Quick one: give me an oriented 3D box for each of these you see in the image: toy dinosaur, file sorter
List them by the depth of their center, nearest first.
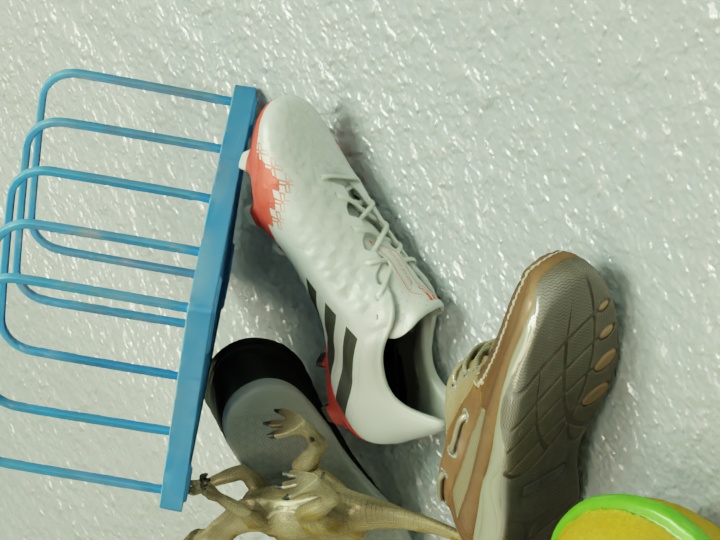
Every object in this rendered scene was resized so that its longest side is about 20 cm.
[{"bbox_3d":[-0.022,0.125,1.321,0.200,0.058,0.101,-4,141,21],"label":"toy dinosaur"},{"bbox_3d":[-0.133,0.004,1.325,0.122,0.200,0.139,9,128,-2],"label":"file sorter"}]

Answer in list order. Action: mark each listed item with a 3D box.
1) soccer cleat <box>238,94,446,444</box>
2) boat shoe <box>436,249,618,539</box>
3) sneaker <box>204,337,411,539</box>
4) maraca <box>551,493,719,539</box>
[{"bbox_3d":[0.000,0.000,1.301,0.085,0.069,0.200,-1,113,43],"label":"soccer cleat"},{"bbox_3d":[0.073,0.068,1.236,0.072,0.076,0.200,41,137,33],"label":"boat shoe"},{"bbox_3d":[-0.027,0.118,1.409,0.200,0.071,0.099,62,-179,-31],"label":"sneaker"},{"bbox_3d":[0.150,0.199,1.184,0.137,0.107,0.200,-4,107,52],"label":"maraca"}]
